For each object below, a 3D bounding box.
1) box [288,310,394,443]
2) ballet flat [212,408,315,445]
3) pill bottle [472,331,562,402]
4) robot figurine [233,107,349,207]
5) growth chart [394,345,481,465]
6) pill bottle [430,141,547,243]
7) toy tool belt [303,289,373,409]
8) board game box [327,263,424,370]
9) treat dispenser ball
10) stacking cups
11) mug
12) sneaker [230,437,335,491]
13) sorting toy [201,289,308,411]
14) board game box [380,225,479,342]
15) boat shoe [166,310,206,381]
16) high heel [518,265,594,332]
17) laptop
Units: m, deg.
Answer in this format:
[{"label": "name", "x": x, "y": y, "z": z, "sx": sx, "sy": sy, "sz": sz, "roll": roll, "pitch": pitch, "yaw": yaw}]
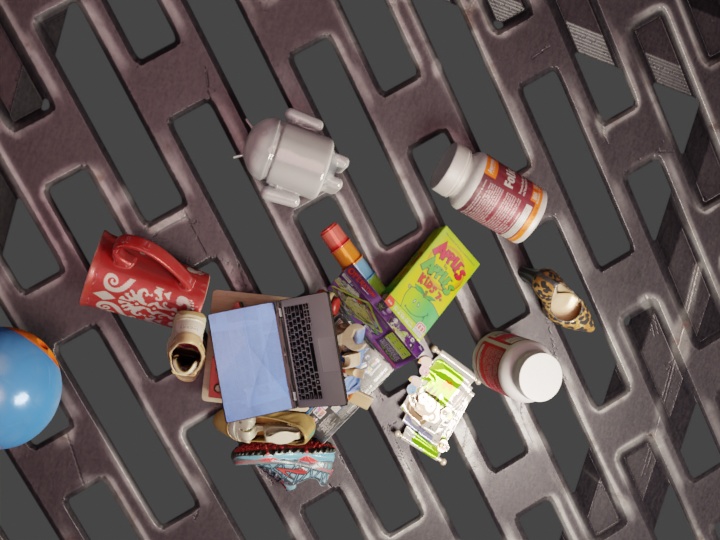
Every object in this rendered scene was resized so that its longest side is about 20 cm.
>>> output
[{"label": "box", "x": -0.058, "y": 0.197, "z": 1.543, "sx": 0.200, "sy": 0.046, "sz": 0.159, "roll": -45, "pitch": 101, "yaw": -2}, {"label": "ballet flat", "x": -0.181, "y": 0.286, "z": 1.498, "sx": 0.195, "sy": 0.063, "sz": 0.070, "roll": -1, "pitch": 112, "yaw": 8}, {"label": "pill bottle", "x": 0.291, "y": 0.180, "z": 1.517, "sx": 0.110, "sy": 0.200, "sz": 0.115, "roll": -1, "pitch": 93, "yaw": -13}, {"label": "robot figurine", "x": -0.121, "y": -0.198, "z": 1.449, "sx": 0.196, "sy": 0.113, "sz": 0.173, "roll": 20, "pitch": 78, "yaw": -11}, {"label": "growth chart", "x": 0.147, "y": 0.261, "z": 1.600, "sx": 0.143, "sy": 0.018, "sz": 0.203, "roll": 26, "pitch": 90, "yaw": -12}, {"label": "pill bottle", "x": 0.235, "y": -0.146, "z": 1.517, "sx": 0.197, "sy": 0.114, "sz": 0.116, "roll": 28, "pitch": 92, "yaw": -12}, {"label": "toy tool belt", "x": -0.027, "y": 0.140, "z": 1.447, "sx": 0.120, "sy": 0.125, "sz": 0.204, "roll": 9, "pitch": 104, "yaw": 15}, {"label": "board game box", "x": 0.025, "y": 0.086, "z": 1.487, "sx": 0.032, "sy": 0.120, "sz": 0.201, "roll": -40, "pitch": 89, "yaw": -28}, {"label": "treat dispenser ball", "x": -0.603, "y": 0.195, "z": 1.371, "sx": 0.196, "sy": 0.201, "sz": 0.206, "roll": -1, "pitch": 97, "yaw": -9}, {"label": "stacking cups", "x": 0.000, "y": 0.000, "z": 1.524, "sx": 0.060, "sy": 0.060, "sz": 0.202, "roll": -33, "pitch": 100, "yaw": -4}, {"label": "mug", "x": -0.366, "y": 0.026, "z": 1.410, "sx": 0.197, "sy": 0.177, "sz": 0.136, "roll": 20, "pitch": 81, "yaw": -16}, {"label": "sneaker", "x": -0.145, "y": 0.369, "z": 1.533, "sx": 0.195, "sy": 0.079, "sz": 0.098, "roll": 4, "pitch": 98, "yaw": -10}, {"label": "sorting toy", "x": -0.182, "y": 0.144, "z": 1.472, "sx": 0.195, "sy": 0.070, "sz": 0.204, "roll": 6, "pitch": 87, "yaw": 1}, {"label": "board game box", "x": 0.124, "y": 0.025, "z": 1.520, "sx": 0.102, "sy": 0.047, "sz": 0.201, "roll": 46, "pitch": 68, "yaw": -12}, {"label": "boat shoe", "x": -0.306, "y": 0.148, "z": 1.427, "sx": 0.072, "sy": 0.201, "sz": 0.070, "roll": 6, "pitch": 53, "yaw": -7}, {"label": "high heel", "x": 0.393, "y": 0.067, "z": 1.554, "sx": 0.199, "sy": 0.143, "sz": 0.072, "roll": 39, "pitch": 90, "yaw": -12}, {"label": "laptop", "x": -0.140, "y": 0.148, "z": 1.378, "sx": 0.115, "sy": 0.198, "sz": 0.191, "roll": -10, "pitch": 89, "yaw": -47}]
